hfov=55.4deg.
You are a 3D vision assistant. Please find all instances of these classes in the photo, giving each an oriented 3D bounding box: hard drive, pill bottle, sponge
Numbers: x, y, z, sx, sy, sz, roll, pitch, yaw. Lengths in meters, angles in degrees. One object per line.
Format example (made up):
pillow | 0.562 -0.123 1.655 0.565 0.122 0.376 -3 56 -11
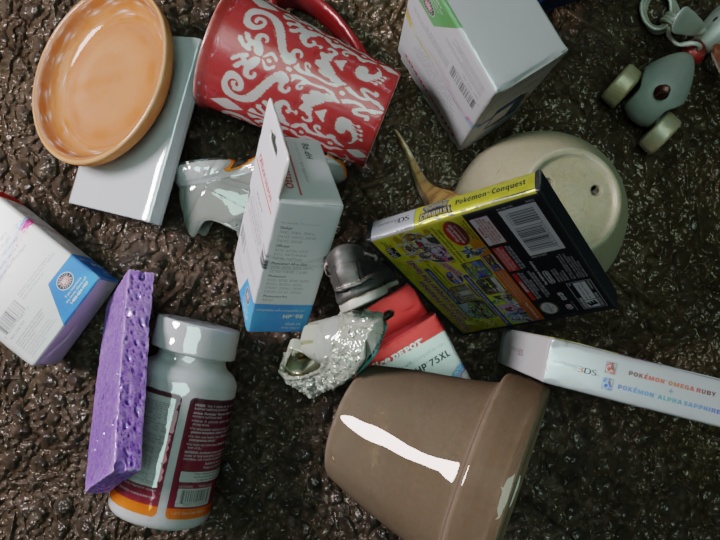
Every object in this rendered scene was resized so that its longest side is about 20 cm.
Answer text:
hard drive | -0.247 -0.161 0.763 0.129 0.026 0.205 13 86 28
pill bottle | -0.192 0.156 0.726 0.107 0.110 0.205 12 87 0
sponge | -0.244 0.113 0.695 0.029 0.111 0.204 12 58 -30

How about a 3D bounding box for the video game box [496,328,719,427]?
video game box | 0.246 0.103 0.693 0.178 0.200 0.048 16 87 1

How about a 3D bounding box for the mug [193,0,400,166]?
mug | -0.057 -0.224 0.747 0.196 0.133 0.181 23 88 -3

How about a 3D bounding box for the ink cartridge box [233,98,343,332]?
ink cartridge box | -0.072 -0.051 0.683 0.065 0.117 0.203 4 129 -22

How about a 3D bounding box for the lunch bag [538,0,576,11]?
lunch bag | 0.253 -0.389 0.744 0.197 0.136 0.135 -24 88 -26

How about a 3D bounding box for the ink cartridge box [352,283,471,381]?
ink cartridge box | 0.059 0.127 0.754 0.115 0.067 0.203 -29 87 -1

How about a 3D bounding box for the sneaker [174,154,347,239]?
sneaker | -0.109 -0.082 0.770 0.195 0.076 0.094 -6 94 6

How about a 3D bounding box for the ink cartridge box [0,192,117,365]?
ink cartridge box | -0.384 -0.005 0.748 0.199 0.067 0.117 38 86 2

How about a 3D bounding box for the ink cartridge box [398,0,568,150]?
ink cartridge box | 0.114 -0.230 0.714 0.086 0.200 0.147 -31 86 -6

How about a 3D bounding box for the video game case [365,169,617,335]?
video game case | 0.131 -0.005 0.670 0.178 0.200 0.026 -14 50 34

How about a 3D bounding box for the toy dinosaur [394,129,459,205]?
toy dinosaur | 0.089 -0.067 0.759 0.059 0.200 0.108 3 117 -30

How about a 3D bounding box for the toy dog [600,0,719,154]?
toy dog | 0.363 -0.234 0.768 0.130 0.096 0.203 25 86 1

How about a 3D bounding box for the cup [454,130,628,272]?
cup | 0.203 -0.063 0.732 0.195 0.143 0.206 0 85 -1

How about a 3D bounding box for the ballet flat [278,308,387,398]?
ballet flat | -0.040 0.085 0.690 0.070 0.200 0.073 9 64 -20

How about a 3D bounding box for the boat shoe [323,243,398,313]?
boat shoe | 0.000 0.000 0.693 0.066 0.200 0.058 -21 91 3

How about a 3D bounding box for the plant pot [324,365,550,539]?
plant pot | 0.065 0.172 0.640 0.171 0.200 0.204 19 86 20

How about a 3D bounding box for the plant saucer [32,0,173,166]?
plant saucer | -0.278 -0.210 0.754 0.196 0.037 0.205 -6 78 26
